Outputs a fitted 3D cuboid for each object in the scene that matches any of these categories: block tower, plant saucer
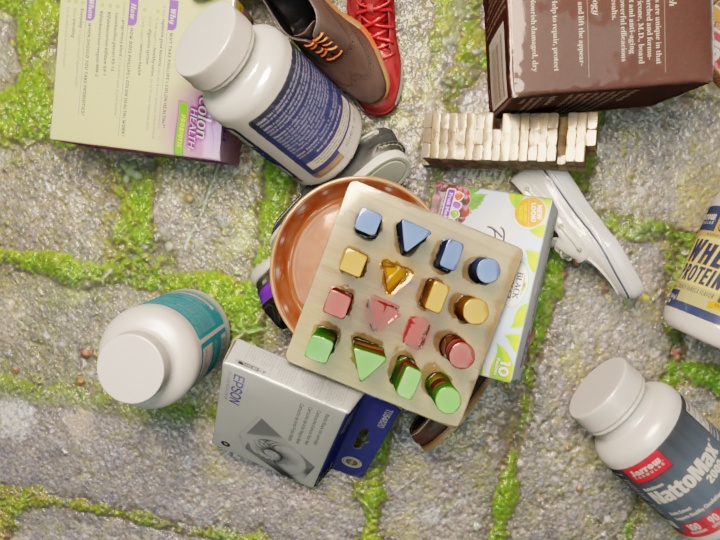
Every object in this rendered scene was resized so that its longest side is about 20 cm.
[{"bbox_3d":[0.162,-0.145,0.760,0.197,0.058,0.055,4,87,21],"label":"block tower"},{"bbox_3d":[0.000,0.000,0.739,0.196,0.032,0.204,0,91,-4],"label":"plant saucer"}]

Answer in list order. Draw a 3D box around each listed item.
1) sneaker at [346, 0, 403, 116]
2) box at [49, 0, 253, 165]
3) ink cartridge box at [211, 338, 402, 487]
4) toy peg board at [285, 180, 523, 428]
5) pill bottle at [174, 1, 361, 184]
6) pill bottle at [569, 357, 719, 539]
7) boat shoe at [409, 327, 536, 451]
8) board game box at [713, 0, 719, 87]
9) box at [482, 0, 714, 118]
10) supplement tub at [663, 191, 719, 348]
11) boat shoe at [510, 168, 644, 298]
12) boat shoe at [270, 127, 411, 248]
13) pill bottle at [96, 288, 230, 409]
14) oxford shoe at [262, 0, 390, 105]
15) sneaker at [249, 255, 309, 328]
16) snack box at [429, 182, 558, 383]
[{"bbox_3d":[0.008,-0.280,0.754,0.077,0.116,0.204,-8,95,4],"label":"sneaker"},{"bbox_3d":[-0.237,-0.224,0.783,0.196,0.097,0.179,7,96,3],"label":"box"},{"bbox_3d":[-0.071,0.182,0.782,0.197,0.041,0.201,21,138,1],"label":"ink cartridge box"},{"bbox_3d":[0.046,0.036,0.673,0.197,0.098,0.202,21,90,-1],"label":"toy peg board"},{"bbox_3d":[-0.094,-0.183,0.712,0.110,0.199,0.113,-16,60,30],"label":"pill bottle"},{"bbox_3d":[0.345,0.202,0.783,0.200,0.120,0.120,41,96,-1],"label":"pill bottle"},{"bbox_3d":[0.121,0.121,0.811,0.070,0.070,0.201,40,88,-9],"label":"boat shoe"},{"bbox_3d":[0.472,-0.231,0.782,0.095,0.030,0.200,-43,94,6],"label":"board game box"},{"bbox_3d":[0.240,-0.261,0.719,0.196,0.166,0.167,-4,95,3],"label":"box"},{"bbox_3d":[0.440,-0.006,0.744,0.142,0.144,0.203,22,96,1],"label":"supplement tub"},{"bbox_3d":[0.251,-0.045,0.794,0.066,0.073,0.202,-34,80,16],"label":"boat shoe"},{"bbox_3d":[-0.030,-0.091,0.804,0.198,0.076,0.061,-31,55,15],"label":"boat shoe"},{"bbox_3d":[-0.221,0.086,0.759,0.109,0.200,0.113,0,95,3],"label":"pill bottle"},{"bbox_3d":[-0.042,-0.242,0.709,0.071,0.073,0.200,-30,121,30],"label":"oxford shoe"},{"bbox_3d":[-0.030,0.003,0.787,0.198,0.069,0.101,-31,59,14],"label":"sneaker"},{"bbox_3d":[0.131,0.012,0.765,0.140,0.053,0.203,12,85,26],"label":"snack box"}]
